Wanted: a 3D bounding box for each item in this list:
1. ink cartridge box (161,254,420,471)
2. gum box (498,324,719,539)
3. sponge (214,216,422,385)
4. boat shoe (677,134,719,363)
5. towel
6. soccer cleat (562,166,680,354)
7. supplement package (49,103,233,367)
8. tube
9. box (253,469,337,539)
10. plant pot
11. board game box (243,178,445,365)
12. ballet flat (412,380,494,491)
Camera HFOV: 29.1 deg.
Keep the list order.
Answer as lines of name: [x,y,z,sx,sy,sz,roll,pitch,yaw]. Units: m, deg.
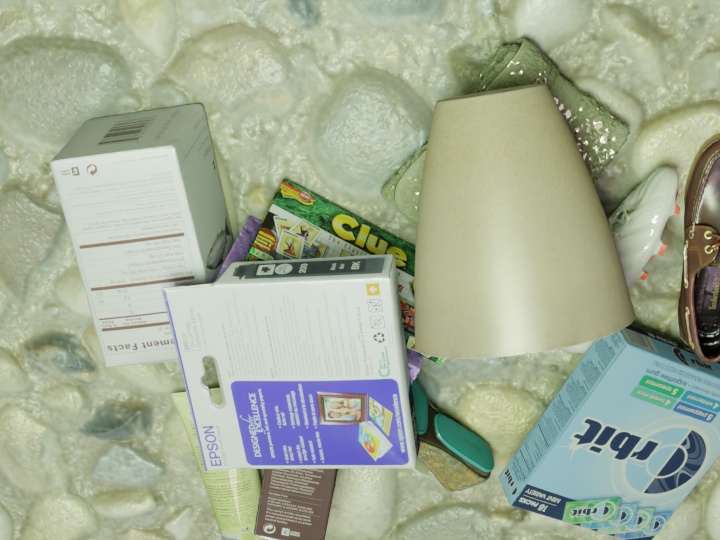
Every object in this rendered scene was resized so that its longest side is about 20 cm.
ink cartridge box: [-0.056,0.084,1.207,0.198,0.044,0.200,-3,120,10]
gum box: [0.252,0.156,1.297,0.169,0.045,0.201,20,117,-25]
sponge: [-0.031,0.028,1.261,0.199,0.112,0.030,28,117,-7]
boat shoe: [0.320,-0.016,1.226,0.070,0.070,0.202,1,113,7]
towel: [0.128,-0.091,1.231,0.148,0.037,0.200,37,113,-11]
soccer cleat: [0.218,-0.011,1.242,0.077,0.069,0.201,25,118,-2]
supplement package: [-0.186,-0.031,1.249,0.116,0.117,0.202,-7,114,9]
tube: [-0.128,0.208,1.393,0.058,0.052,0.202,-24,112,-26]
box: [-0.049,0.152,1.327,0.074,0.100,0.202,10,116,2]
plant pot: [0.122,-0.047,1.147,0.185,0.187,0.202,-7,99,10]
board game box: [0.000,0.000,1.250,0.199,0.105,0.024,27,133,-7]
ballet flat: [0.048,0.149,1.318,0.070,0.071,0.200,-35,123,20]
